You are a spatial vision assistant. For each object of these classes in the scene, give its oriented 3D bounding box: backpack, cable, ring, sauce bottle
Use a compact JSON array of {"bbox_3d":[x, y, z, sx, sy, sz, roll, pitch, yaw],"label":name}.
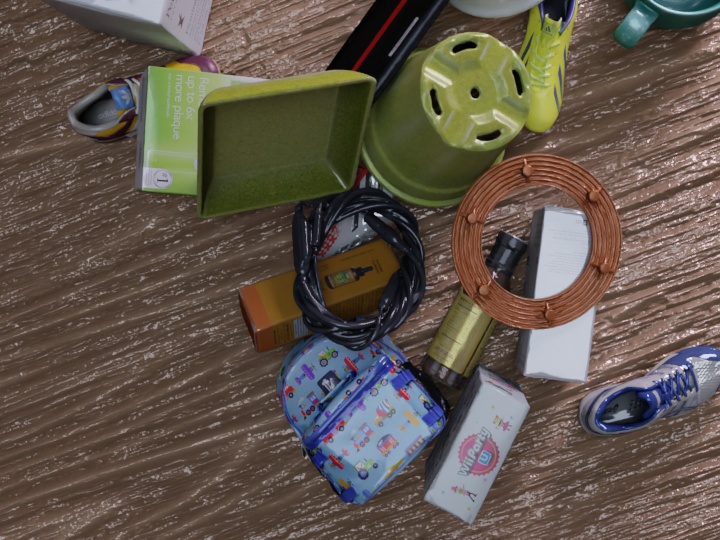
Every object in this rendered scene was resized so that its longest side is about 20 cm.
[{"bbox_3d":[-0.010,0.160,1.245,0.182,0.135,0.201,-40,85,3],"label":"backpack"},{"bbox_3d":[0.000,0.000,1.201,0.161,0.051,0.203,-1,66,-14],"label":"cable"},{"bbox_3d":[0.203,-0.032,1.160,0.197,0.019,0.204,0,96,-2],"label":"ring"},{"bbox_3d":[0.146,0.048,1.264,0.064,0.065,0.202,29,92,3],"label":"sauce bottle"}]

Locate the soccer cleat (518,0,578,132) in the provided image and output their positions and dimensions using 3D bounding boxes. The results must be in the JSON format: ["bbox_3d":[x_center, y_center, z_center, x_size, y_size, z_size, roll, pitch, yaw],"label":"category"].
[{"bbox_3d":[0.227,-0.273,1.241,0.064,0.084,0.203,9,92,4],"label":"soccer cleat"}]

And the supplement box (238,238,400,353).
[{"bbox_3d":[-0.046,0.030,1.242,0.198,0.069,0.067,-20,61,-11],"label":"supplement box"}]

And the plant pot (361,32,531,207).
[{"bbox_3d":[0.107,-0.187,1.176,0.197,0.184,0.204,1,85,-12],"label":"plant pot"}]

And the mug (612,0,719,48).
[{"bbox_3d":[0.369,-0.363,1.213,0.183,0.114,0.154,-20,90,5],"label":"mug"}]

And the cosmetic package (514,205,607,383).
[{"bbox_3d":[0.242,0.029,1.233,0.080,0.113,0.203,8,90,3],"label":"cosmetic package"}]

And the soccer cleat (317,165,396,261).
[{"bbox_3d":[0.001,-0.062,1.273,0.085,0.069,0.201,34,89,7],"label":"soccer cleat"}]

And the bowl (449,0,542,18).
[{"bbox_3d":[0.160,-0.414,1.205,0.198,0.090,0.204,-6,75,25],"label":"bowl"}]

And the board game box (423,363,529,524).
[{"bbox_3d":[0.134,0.198,1.199,0.064,0.200,0.149,27,93,5],"label":"board game box"}]

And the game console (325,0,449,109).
[{"bbox_3d":[0.035,-0.281,1.216,0.031,0.177,0.201,34,94,-27],"label":"game console"}]

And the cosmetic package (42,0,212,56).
[{"bbox_3d":[-0.272,-0.374,1.221,0.164,0.200,0.170,15,93,4],"label":"cosmetic package"}]

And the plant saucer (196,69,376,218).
[{"bbox_3d":[-0.094,-0.152,1.148,0.197,0.201,0.048,-12,60,-17],"label":"plant saucer"}]

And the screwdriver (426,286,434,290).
[{"bbox_3d":[-0.005,0.026,1.293,0.197,0.028,0.029,-8,119,6],"label":"screwdriver"}]

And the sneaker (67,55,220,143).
[{"bbox_3d":[-0.271,-0.216,1.278,0.198,0.090,0.076,-25,89,5],"label":"sneaker"}]

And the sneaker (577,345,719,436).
[{"bbox_3d":[0.366,0.156,1.237,0.198,0.088,0.076,-26,87,3],"label":"sneaker"}]

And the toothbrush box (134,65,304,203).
[{"bbox_3d":[-0.171,-0.162,1.240,0.197,0.086,0.148,4,93,-20],"label":"toothbrush box"}]
